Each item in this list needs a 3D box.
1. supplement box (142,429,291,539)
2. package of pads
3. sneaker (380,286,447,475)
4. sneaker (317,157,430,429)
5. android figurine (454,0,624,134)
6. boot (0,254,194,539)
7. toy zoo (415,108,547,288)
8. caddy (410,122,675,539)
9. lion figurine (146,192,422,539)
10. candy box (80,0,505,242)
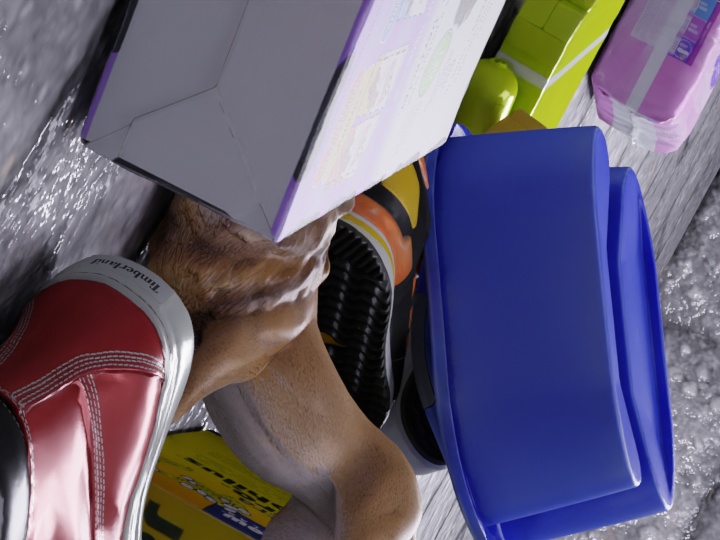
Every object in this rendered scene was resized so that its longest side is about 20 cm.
[{"bbox_3d":[-0.061,0.138,1.048,0.109,0.109,0.200,-63,171,3],"label":"supplement box"},{"bbox_3d":[0.228,-0.185,1.778,0.201,0.075,0.121,-62,173,-4],"label":"package of pads"},{"bbox_3d":[0.036,0.031,1.258,0.084,0.073,0.200,-21,-163,41],"label":"sneaker"},{"bbox_3d":[0.000,0.000,1.114,0.200,0.070,0.090,100,16,-63],"label":"sneaker"},{"bbox_3d":[0.088,-0.100,1.381,0.201,0.041,0.182,-65,169,27],"label":"android figurine"},{"bbox_3d":[-0.119,0.108,0.800,0.144,0.072,0.201,-46,153,-57],"label":"boot"},{"bbox_3d":[0.030,0.000,1.292,0.200,0.020,0.132,-38,156,-39],"label":"toy zoo"},{"bbox_3d":[0.072,0.029,1.156,0.141,0.104,0.201,37,46,-66],"label":"caddy"},{"bbox_3d":[-0.025,0.051,0.916,0.122,0.072,0.201,-38,115,-37],"label":"lion figurine"},{"bbox_3d":[0.004,-0.114,0.830,0.169,0.071,0.200,-67,169,16],"label":"candy box"}]
